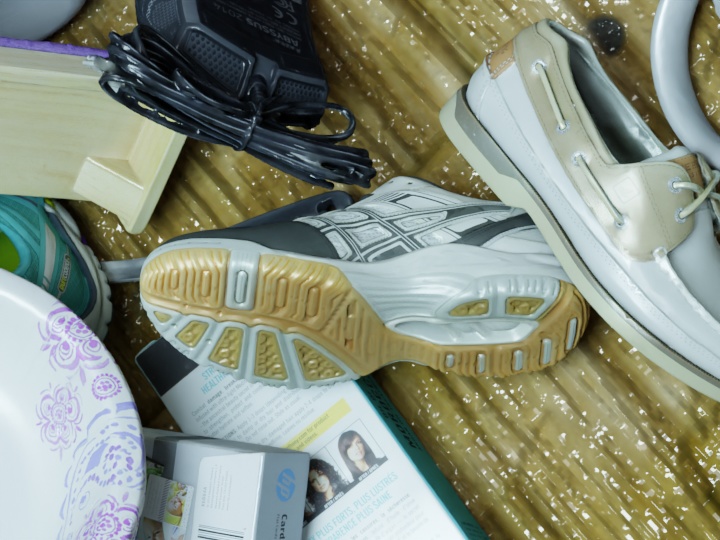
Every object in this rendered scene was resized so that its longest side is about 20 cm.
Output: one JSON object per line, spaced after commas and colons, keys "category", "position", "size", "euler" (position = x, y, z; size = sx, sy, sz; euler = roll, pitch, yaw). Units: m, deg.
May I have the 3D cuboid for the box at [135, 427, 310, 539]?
{"category": "box", "position": [-0.122, 0.148, 0.890], "size": [0.200, 0.041, 0.156], "euler": [4, 87, 33]}

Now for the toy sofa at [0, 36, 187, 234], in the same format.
{"category": "toy sofa", "position": [-0.187, -0.081, 0.903], "size": [0.098, 0.200, 0.083], "euler": [55, 129, 40]}

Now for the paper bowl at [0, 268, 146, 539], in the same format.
{"category": "paper bowl", "position": [-0.196, 0.099, 0.820], "size": [0.201, 0.104, 0.201], "euler": [7, 57, -11]}

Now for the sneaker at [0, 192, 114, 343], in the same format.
{"category": "sneaker", "position": [-0.191, -0.032, 0.956], "size": [0.078, 0.080, 0.200], "euler": [-49, 54, 10]}

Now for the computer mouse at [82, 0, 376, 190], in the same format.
{"category": "computer mouse", "position": [-0.070, -0.106, 0.909], "size": [0.053, 0.138, 0.200], "euler": [-52, 28, 27]}

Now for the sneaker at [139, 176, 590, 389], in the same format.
{"category": "sneaker", "position": [0.000, 0.000, 0.872], "size": [0.200, 0.076, 0.088], "euler": [4, 44, -11]}

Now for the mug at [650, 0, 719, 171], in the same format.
{"category": "mug", "position": [0.203, -0.123, 0.830], "size": [0.200, 0.148, 0.175], "euler": [-43, 59, 38]}

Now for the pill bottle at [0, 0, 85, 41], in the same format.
{"category": "pill bottle", "position": [-0.216, -0.216, 0.996], "size": [0.109, 0.109, 0.200], "euler": [-25, 72, 12]}

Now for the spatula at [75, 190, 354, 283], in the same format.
{"category": "spatula", "position": [-0.095, -0.005, 0.958], "size": [0.200, 0.021, 0.057], "euler": [-16, 69, 14]}

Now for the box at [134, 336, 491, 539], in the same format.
{"category": "box", "position": [-0.014, 0.095, 0.894], "size": [0.082, 0.049, 0.200], "euler": [-39, 69, 8]}

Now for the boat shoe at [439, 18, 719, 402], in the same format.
{"category": "boat shoe", "position": [0.122, -0.026, 0.847], "size": [0.200, 0.075, 0.068], "euler": [46, 115, 12]}
